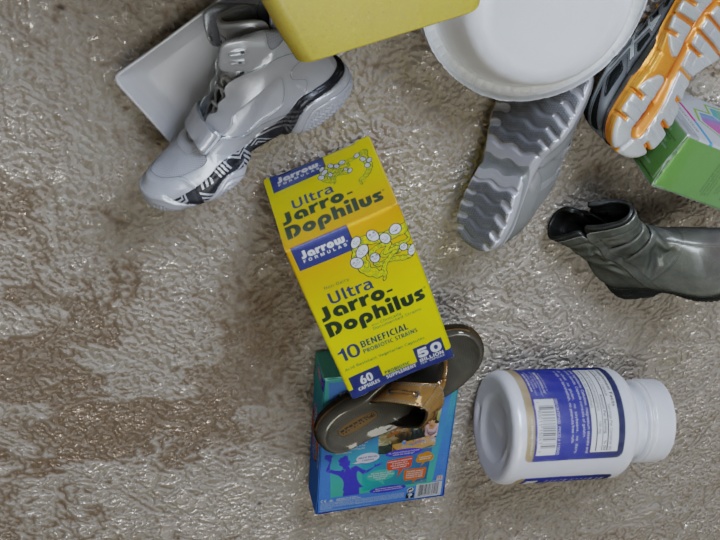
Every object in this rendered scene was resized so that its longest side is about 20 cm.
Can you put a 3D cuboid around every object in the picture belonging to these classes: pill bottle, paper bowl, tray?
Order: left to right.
[{"bbox_3d":[-0.096,-0.183,1.044,0.199,0.022,0.108,-33,131,9],"label":"tray"},{"bbox_3d":[0.140,-0.232,1.019,0.197,0.105,0.203,-6,126,-8],"label":"paper bowl"},{"bbox_3d":[0.232,0.166,1.369,0.197,0.120,0.121,0,128,-18],"label":"pill bottle"}]

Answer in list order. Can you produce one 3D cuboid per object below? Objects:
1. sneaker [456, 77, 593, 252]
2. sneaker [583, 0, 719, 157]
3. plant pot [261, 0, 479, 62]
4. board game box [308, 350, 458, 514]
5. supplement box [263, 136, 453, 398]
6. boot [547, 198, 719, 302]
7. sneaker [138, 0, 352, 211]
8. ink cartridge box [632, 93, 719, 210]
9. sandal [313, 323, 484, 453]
[{"bbox_3d":[0.155,-0.114,1.168,0.082,0.075,0.202,-12,136,-57],"label":"sneaker"},{"bbox_3d":[0.267,-0.199,1.122,0.078,0.077,0.201,37,91,-33],"label":"sneaker"},{"bbox_3d":[-0.010,-0.263,0.872,0.197,0.201,0.178,-17,122,-4],"label":"plant pot"},{"bbox_3d":[0.024,0.166,1.349,0.150,0.045,0.202,-5,129,-14],"label":"board game box"},{"bbox_3d":[0.000,0.000,1.165,0.107,0.110,0.201,-23,131,1],"label":"supplement box"},{"bbox_3d":[0.285,-0.025,1.214,0.198,0.069,0.130,-9,148,43],"label":"boot"},{"bbox_3d":[-0.111,-0.139,1.013,0.198,0.075,0.115,-33,130,2],"label":"sneaker"},{"bbox_3d":[0.342,-0.106,1.196,0.198,0.104,0.060,16,123,-28],"label":"ink cartridge box"},{"bbox_3d":[0.041,0.129,1.260,0.198,0.055,0.082,-32,129,7],"label":"sandal"}]
